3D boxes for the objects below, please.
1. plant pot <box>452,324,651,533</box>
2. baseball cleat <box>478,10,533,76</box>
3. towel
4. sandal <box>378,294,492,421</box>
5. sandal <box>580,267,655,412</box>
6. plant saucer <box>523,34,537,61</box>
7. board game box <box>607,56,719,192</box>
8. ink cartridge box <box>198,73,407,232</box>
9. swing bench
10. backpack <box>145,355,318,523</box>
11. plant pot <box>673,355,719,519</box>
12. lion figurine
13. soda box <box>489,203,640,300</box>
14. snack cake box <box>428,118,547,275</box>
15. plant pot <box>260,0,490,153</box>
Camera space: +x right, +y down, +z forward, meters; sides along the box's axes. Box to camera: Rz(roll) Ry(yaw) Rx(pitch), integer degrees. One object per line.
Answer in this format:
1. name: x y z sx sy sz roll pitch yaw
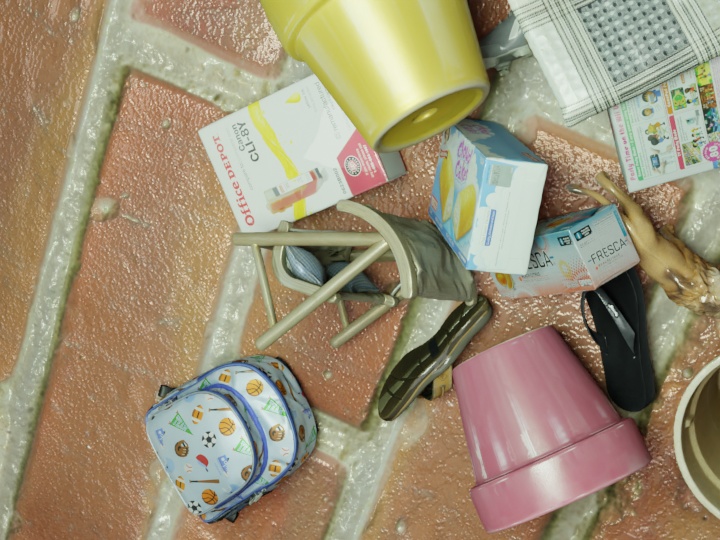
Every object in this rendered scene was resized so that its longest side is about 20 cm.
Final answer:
1. plant pot: 0.193 0.168 1.245 0.199 0.199 0.181 -29 77 23
2. baseball cleat: 0.190 -0.284 1.195 0.198 0.070 0.108 -22 90 13
3. towel: 0.241 -0.266 1.062 0.191 0.035 0.202 -25 83 12
4. sandal: 0.093 0.112 1.328 0.054 0.082 0.200 37 107 -17
5. sandal: 0.279 0.063 1.239 0.076 0.043 0.202 -5 104 55
6. plant saucer: 0.261 -0.264 1.132 0.197 0.036 0.202 0 122 0
7. board game box: 0.346 -0.178 1.120 0.198 0.065 0.149 -15 119 12
8. ink cartridge box: -0.068 -0.138 1.305 0.198 0.083 0.147 -21 96 23
9. swing bench: 0.000 0.000 1.240 0.198 0.198 0.131 -19 78 22
10. backpack: -0.157 0.199 1.394 0.190 0.154 0.201 -33 88 13
11. plant pot: 0.426 0.142 1.148 0.198 0.183 0.203 5 105 18
12. lion figurine: 0.305 -0.021 1.164 0.199 0.123 0.073 25 111 -23
13. soda box: 0.205 -0.017 1.187 0.063 0.200 0.069 -28 96 -21
14. snack cake box: 0.130 -0.084 1.185 0.066 0.200 0.116 5 108 -9
15. plant pot: 0.027 -0.226 1.083 0.200 0.200 0.191 -29 80 23
